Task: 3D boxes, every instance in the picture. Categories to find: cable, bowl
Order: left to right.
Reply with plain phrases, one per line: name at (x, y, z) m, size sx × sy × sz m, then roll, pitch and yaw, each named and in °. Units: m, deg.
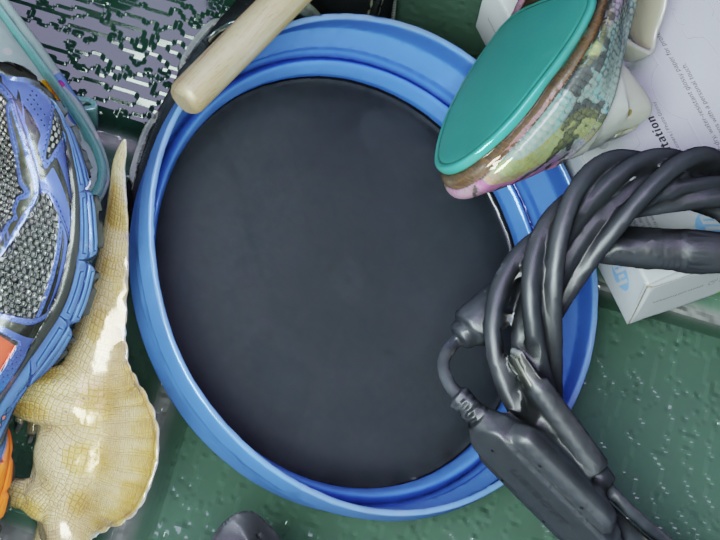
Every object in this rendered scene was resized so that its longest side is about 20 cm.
bowl at (0.000, 0.000, 0.959) m, size 0.199 × 0.039 × 0.202 m, roll 9°, pitch 72°, yaw -27°
cable at (0.133, 0.050, 0.955) m, size 0.200 × 0.051 × 0.163 m, roll 43°, pitch 72°, yaw -11°

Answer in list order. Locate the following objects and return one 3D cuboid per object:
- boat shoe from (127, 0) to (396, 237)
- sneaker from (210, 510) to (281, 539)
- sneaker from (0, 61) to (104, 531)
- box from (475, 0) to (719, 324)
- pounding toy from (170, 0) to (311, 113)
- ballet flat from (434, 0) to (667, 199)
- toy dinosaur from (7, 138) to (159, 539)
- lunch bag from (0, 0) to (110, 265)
boat shoe at (-0.036, -0.079, 1.017) m, size 0.075 × 0.060 × 0.201 m, roll 23°, pitch 62°, yaw 3°
sneaker at (-0.001, 0.136, 0.902) m, size 0.199 × 0.076 × 0.115 m, roll -18°, pitch 70°, yaw -15°
sneaker at (-0.151, 0.023, 0.860) m, size 0.075 × 0.078 × 0.202 m, roll 22°, pitch 99°, yaw 39°
box at (0.171, -0.079, 1.042) m, size 0.199 × 0.041 × 0.157 m, roll -18°, pitch 67°, yaw -18°
pounding toy at (0.008, -0.181, 0.947) m, size 0.182 × 0.143 × 0.201 m, roll -3°, pitch 43°, yaw -11°
ballet flat at (0.092, -0.099, 0.984) m, size 0.071 × 0.069 × 0.201 m, roll 41°, pitch 55°, yaw -31°
toy dinosaur at (-0.107, 0.052, 0.909) m, size 0.058 × 0.101 × 0.202 m, roll 8°, pitch 90°, yaw -45°
lunch bag at (-0.195, -0.055, 0.970) m, size 0.160 × 0.077 × 0.201 m, roll -29°, pitch 71°, yaw -23°
